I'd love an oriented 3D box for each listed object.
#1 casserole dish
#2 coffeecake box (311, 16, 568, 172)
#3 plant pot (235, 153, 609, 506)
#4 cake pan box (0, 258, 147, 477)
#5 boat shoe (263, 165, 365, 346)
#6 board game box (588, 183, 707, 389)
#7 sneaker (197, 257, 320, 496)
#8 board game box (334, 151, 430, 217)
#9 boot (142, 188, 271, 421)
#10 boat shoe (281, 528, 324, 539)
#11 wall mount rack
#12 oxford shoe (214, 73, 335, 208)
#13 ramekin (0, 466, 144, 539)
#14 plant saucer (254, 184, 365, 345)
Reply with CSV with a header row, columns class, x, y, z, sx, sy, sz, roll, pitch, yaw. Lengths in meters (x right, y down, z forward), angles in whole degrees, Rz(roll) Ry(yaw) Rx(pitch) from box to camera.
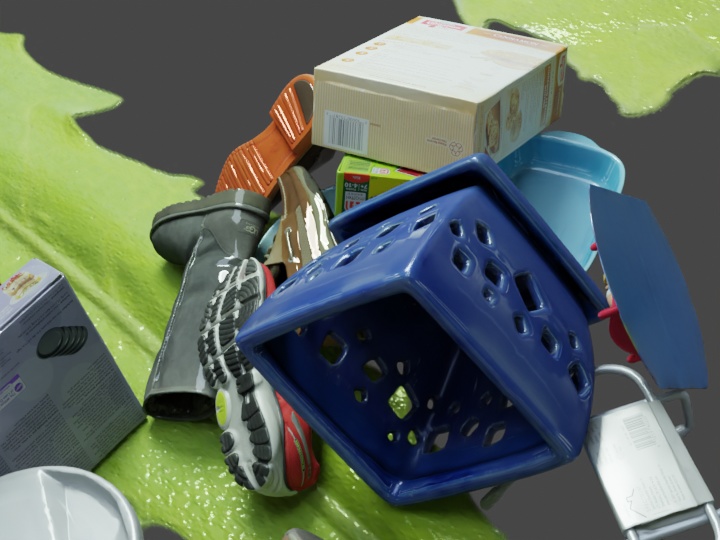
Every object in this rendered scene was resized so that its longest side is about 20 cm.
class,x,y,z,sx,sy,sz,roll,pitch,yaw
casserole dish,0.154,-0.043,1.383,0.121,0.039,0.200,15,48,16
coffeecake box,0.072,-0.155,1.407,0.153,0.073,0.200,15,27,24
plant pot,0.061,0.038,1.217,0.200,0.200,0.180,-24,26,43
cake pan box,-0.288,0.120,1.315,0.052,0.184,0.200,24,61,42
boat shoe,-0.048,-0.011,1.372,0.074,0.076,0.200,-25,43,3
board game box,0.204,0.021,1.220,0.039,0.200,0.158,-22,77,25
sneaker,-0.076,0.089,1.313,0.077,0.085,0.200,-26,63,39
board game box,0.042,-0.096,1.422,0.101,0.048,0.200,7,25,5
boot,-0.152,0.037,1.425,0.182,0.073,0.200,-21,56,57
boat shoe,-0.014,0.265,1.145,0.072,0.076,0.200,-48,44,10
wall mount rack,0.181,0.169,1.169,0.174,0.075,0.200,-18,44,-1
oxford shoe,-0.067,-0.097,1.483,0.200,0.073,0.071,-46,57,36
ramekin,-0.248,0.256,1.232,0.202,0.094,0.202,-12,45,12
plant saucer,0.000,0.000,1.422,0.201,0.039,0.201,-12,44,12
